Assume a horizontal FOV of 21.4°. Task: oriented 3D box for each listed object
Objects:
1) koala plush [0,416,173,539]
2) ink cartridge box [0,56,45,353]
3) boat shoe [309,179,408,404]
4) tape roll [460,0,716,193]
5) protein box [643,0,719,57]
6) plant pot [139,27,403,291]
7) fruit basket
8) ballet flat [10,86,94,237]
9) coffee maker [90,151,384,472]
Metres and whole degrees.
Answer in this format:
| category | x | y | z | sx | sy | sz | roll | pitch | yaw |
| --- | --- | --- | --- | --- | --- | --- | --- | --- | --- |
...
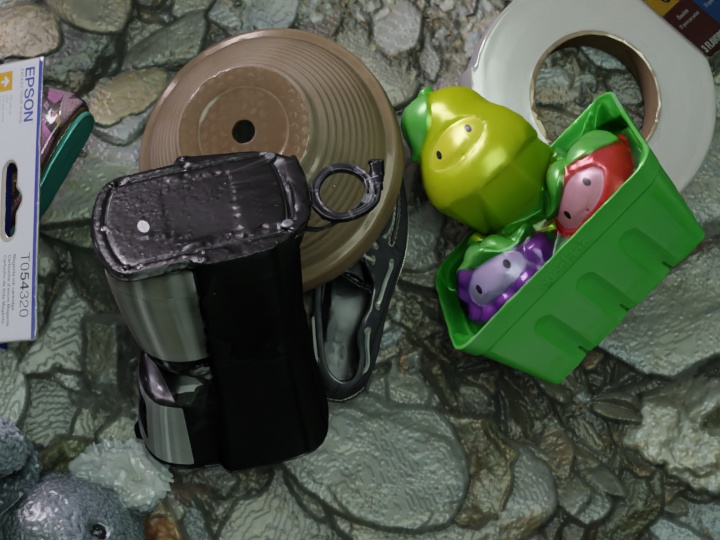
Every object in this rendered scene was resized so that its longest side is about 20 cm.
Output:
| category | x | y | z | sx | sy | sz | roll | pitch | yaw |
| --- | --- | --- | --- | --- | --- | --- | --- | --- | --- |
| koala plush | -0.237 | 0.176 | 1.324 | 0.199 | 0.184 | 0.178 | 14 | 97 | -25 |
| ink cartridge box | -0.289 | -0.039 | 1.336 | 0.199 | 0.043 | 0.198 | -4 | 80 | 29 |
| boat shoe | 0.000 | 0.000 | 1.428 | 0.072 | 0.063 | 0.201 | 13 | 79 | -8 |
| tape roll | 0.179 | -0.131 | 1.494 | 0.201 | 0.037 | 0.204 | 2 | 82 | -11 |
| protein box | 0.273 | -0.318 | 1.470 | 0.200 | 0.135 | 0.199 | 40 | 66 | -2 |
| plant pot | -0.074 | -0.088 | 1.380 | 0.199 | 0.093 | 0.202 | -3 | 76 | 12 |
| fruit basket | 0.118 | -0.049 | 1.392 | 0.214 | 0.156 | 0.217 | -3 | 116 | -5 |
| ballet flat | -0.262 | -0.043 | 1.390 | 0.071 | 0.069 | 0.201 | 20 | 79 | 11 |
| coffee maker | -0.074 | 0.033 | 1.300 | 0.191 | 0.201 | 0.135 | 3 | 44 | 13 |
